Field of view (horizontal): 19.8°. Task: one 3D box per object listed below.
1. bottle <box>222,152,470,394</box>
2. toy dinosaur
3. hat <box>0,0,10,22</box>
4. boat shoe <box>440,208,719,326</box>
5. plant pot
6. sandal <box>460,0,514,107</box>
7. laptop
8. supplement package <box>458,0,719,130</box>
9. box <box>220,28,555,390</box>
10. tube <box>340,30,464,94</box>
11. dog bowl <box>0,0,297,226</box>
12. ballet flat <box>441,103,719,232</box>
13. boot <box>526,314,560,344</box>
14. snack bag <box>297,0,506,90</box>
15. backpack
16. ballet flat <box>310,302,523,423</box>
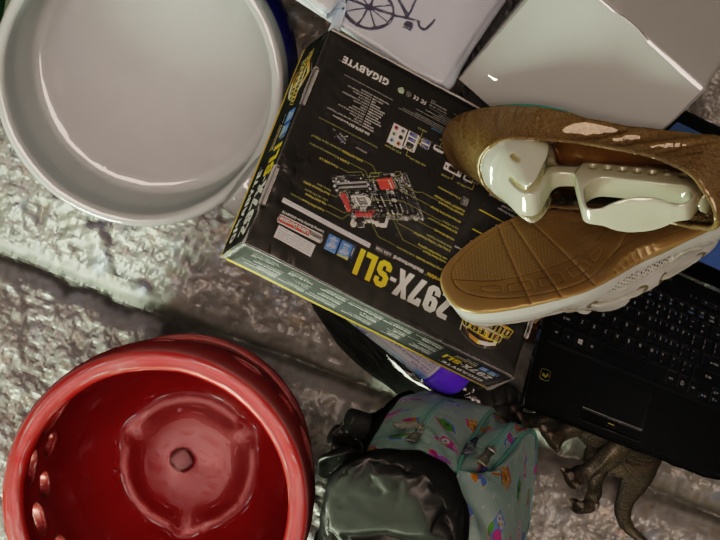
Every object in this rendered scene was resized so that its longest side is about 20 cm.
[{"bbox_3d":[0.000,0.000,1.367,0.200,0.084,0.065,38,98,-9],"label":"bottle"},{"bbox_3d":[0.172,0.107,1.428,0.102,0.077,0.200,-36,99,-13],"label":"toy dinosaur"},{"bbox_3d":[-0.319,-0.208,1.378,0.165,0.176,0.201,-1,94,2],"label":"hat"},{"bbox_3d":[0.145,-0.001,1.292,0.200,0.069,0.071,-18,55,-12],"label":"boat shoe"},{"bbox_3d":[-0.126,0.143,1.391,0.200,0.182,0.201,0,93,4],"label":"plant pot"},{"bbox_3d":[0.058,-0.116,1.442,0.076,0.043,0.201,23,90,-9],"label":"sandal"},{"bbox_3d":[0.225,0.022,1.374,0.177,0.103,0.200,22,76,-26],"label":"laptop"},{"bbox_3d":[0.174,-0.164,1.337,0.121,0.200,0.120,42,131,-1],"label":"supplement package"},{"bbox_3d":[0.031,-0.038,1.315,0.200,0.049,0.160,26,70,-15],"label":"box"},{"bbox_3d":[0.003,-0.193,1.413,0.058,0.052,0.200,-18,65,-32],"label":"tube"},{"bbox_3d":[-0.144,-0.136,1.408,0.200,0.079,0.201,2,105,7],"label":"dog bowl"},{"bbox_3d":[0.136,-0.055,1.248,0.200,0.072,0.068,10,132,18],"label":"ballet flat"},{"bbox_3d":[0.075,-0.049,1.400,0.200,0.075,0.107,37,76,-13],"label":"boot"},{"bbox_3d":[0.018,-0.229,1.387,0.200,0.021,0.189,33,57,1],"label":"snack bag"},{"bbox_3d":[0.042,0.160,1.344,0.126,0.200,0.167,20,110,12],"label":"backpack"},{"bbox_3d":[0.031,0.048,1.453,0.200,0.066,0.057,45,55,-2],"label":"ballet flat"}]
